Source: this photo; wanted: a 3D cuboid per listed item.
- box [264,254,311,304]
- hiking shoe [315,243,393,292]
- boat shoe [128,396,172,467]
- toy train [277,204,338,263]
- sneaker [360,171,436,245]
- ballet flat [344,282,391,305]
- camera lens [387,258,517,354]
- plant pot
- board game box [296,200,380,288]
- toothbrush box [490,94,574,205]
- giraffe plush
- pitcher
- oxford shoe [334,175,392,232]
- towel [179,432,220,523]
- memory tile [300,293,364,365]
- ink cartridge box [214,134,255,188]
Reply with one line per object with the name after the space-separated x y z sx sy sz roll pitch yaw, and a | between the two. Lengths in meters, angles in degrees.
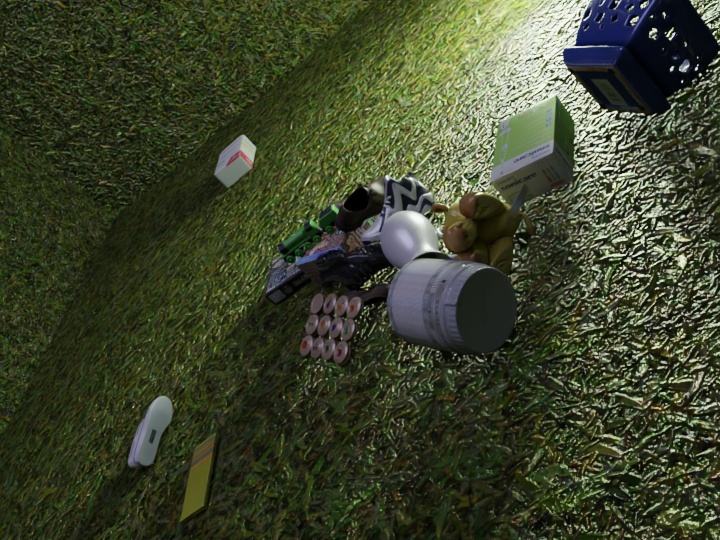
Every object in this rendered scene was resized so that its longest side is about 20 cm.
-0.167 -0.016 1.959 0.199 0.049 0.162 -34 32 23 | box
0.000 0.000 1.663 0.198 0.101 0.076 -5 21 7 | hiking shoe
-0.556 0.420 1.893 0.065 0.074 0.201 -21 35 32 | boat shoe
-0.124 -0.089 1.775 0.199 0.056 0.042 -35 29 19 | toy train
0.065 -0.156 1.692 0.198 0.130 0.079 -31 2 8 | sneaker
0.035 0.059 1.578 0.199 0.067 0.047 -14 73 46 | ballet flat
0.156 0.062 1.285 0.199 0.160 0.160 5 56 56 | camera lens
0.521 -0.415 1.384 0.180 0.200 0.200 -55 28 -2 | plant pot
-0.042 -0.073 1.808 0.159 0.097 0.201 -15 40 45 | board game box
0.357 -0.248 1.496 0.145 0.086 0.201 -24 34 36 | toothbrush box
0.216 -0.086 1.400 0.200 0.173 0.162 -47 26 -20 | giraffe plush
0.137 -0.053 1.534 0.170 0.122 0.200 -19 34 -6 | pitcher
0.023 -0.173 1.725 0.200 0.072 0.085 -45 -16 -33 | oxford shoe
-0.359 0.464 1.625 0.086 0.018 0.201 -39 29 25 | towel
-0.068 0.126 1.616 0.199 0.017 0.154 1 71 56 | memory tile
-0.513 -0.451 2.982 0.145 0.083 0.201 -35 30 20 | ink cartridge box
